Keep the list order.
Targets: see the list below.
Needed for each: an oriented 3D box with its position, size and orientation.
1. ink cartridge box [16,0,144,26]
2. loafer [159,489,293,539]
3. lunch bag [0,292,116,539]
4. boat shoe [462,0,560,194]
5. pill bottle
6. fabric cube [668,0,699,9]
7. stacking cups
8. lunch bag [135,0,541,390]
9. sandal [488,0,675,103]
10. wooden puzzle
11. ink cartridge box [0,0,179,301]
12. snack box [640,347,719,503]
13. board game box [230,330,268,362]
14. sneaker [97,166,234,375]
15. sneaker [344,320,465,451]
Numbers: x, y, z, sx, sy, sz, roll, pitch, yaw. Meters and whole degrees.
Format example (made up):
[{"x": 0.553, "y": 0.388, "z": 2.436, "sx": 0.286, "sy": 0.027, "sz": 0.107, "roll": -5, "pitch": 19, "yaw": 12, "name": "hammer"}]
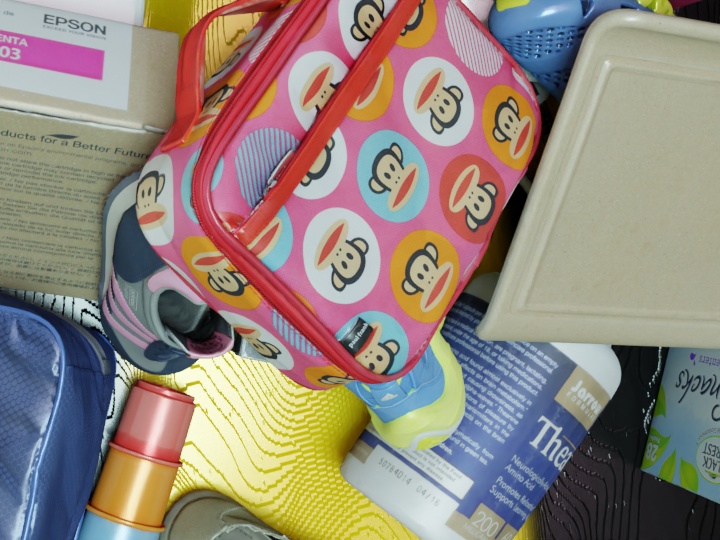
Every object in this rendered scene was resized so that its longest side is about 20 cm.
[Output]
[{"x": -0.192, "y": -0.210, "z": 0.797, "sx": 0.144, "sy": 0.083, "sz": 0.201, "roll": 4, "pitch": 91, "yaw": -13, "name": "ink cartridge box"}, {"x": -0.033, "y": 0.205, "z": 0.860, "sx": 0.199, "sy": 0.068, "sz": 0.076, "roll": 31, "pitch": 86, "yaw": -12, "name": "loafer"}, {"x": -0.217, "y": 0.111, "z": 0.781, "sx": 0.135, "sy": 0.132, "sz": 0.201, "roll": 15, "pitch": 87, "yaw": 7, "name": "lunch bag"}, {"x": 0.084, "y": -0.112, "z": 0.810, "sx": 0.071, "sy": 0.070, "sz": 0.201, "roll": -24, "pitch": 117, "yaw": 12, "name": "boat shoe"}, {"x": 0.086, "y": 0.073, "z": 0.860, "sx": 0.111, "sy": 0.111, "sz": 0.200, "roll": 37, "pitch": 85, "yaw": -12, "name": "pill bottle"}, {"x": 0.151, "y": -0.278, "z": 0.814, "sx": 0.200, "sy": 0.199, "sz": 0.197, "roll": 35, "pitch": 84, "yaw": -12, "name": "fabric cube"}, {"x": -0.145, "y": 0.166, "z": 0.845, "sx": 0.060, "sy": 0.060, "sz": 0.201, "roll": 20, "pitch": 83, "yaw": -13, "name": "stacking cups"}, {"x": -0.013, "y": -0.062, "z": 0.690, "sx": 0.176, "sy": 0.082, "sz": 0.200, "roll": 45, "pitch": 59, "yaw": -24, "name": "lunch bag"}, {"x": 0.142, "y": -0.098, "z": 0.774, "sx": 0.199, "sy": 0.079, "sz": 0.088, "roll": 21, "pitch": 73, "yaw": -41, "name": "sandal"}, {"x": 0.167, "y": -0.043, "z": 0.766, "sx": 0.184, "sy": 0.037, "sz": 0.201, "roll": 4, "pitch": 123, "yaw": -27, "name": "wooden puzzle"}, {"x": -0.207, "y": -0.066, "z": 0.751, "sx": 0.199, "sy": 0.165, "sz": 0.075, "roll": 10, "pitch": 54, "yaw": -17, "name": "ink cartridge box"}, {"x": 0.254, "y": 0.063, "z": 0.853, "sx": 0.067, "sy": 0.200, "sz": 0.170, "roll": 14, "pitch": 90, "yaw": -13, "name": "snack box"}, {"x": -0.045, "y": -0.052, "z": 0.812, "sx": 0.028, "sy": 0.135, "sz": 0.201, "roll": 12, "pitch": 89, "yaw": -12, "name": "board game box"}, {"x": -0.099, "y": 0.025, "z": 0.770, "sx": 0.070, "sy": 0.200, "sz": 0.082, "roll": -23, "pitch": 67, "yaw": -15, "name": "sneaker"}, {"x": 0.000, "y": 0.000, "z": 0.801, "sx": 0.075, "sy": 0.105, "sz": 0.201, "roll": -30, "pitch": 61, "yaw": 7, "name": "sneaker"}]
